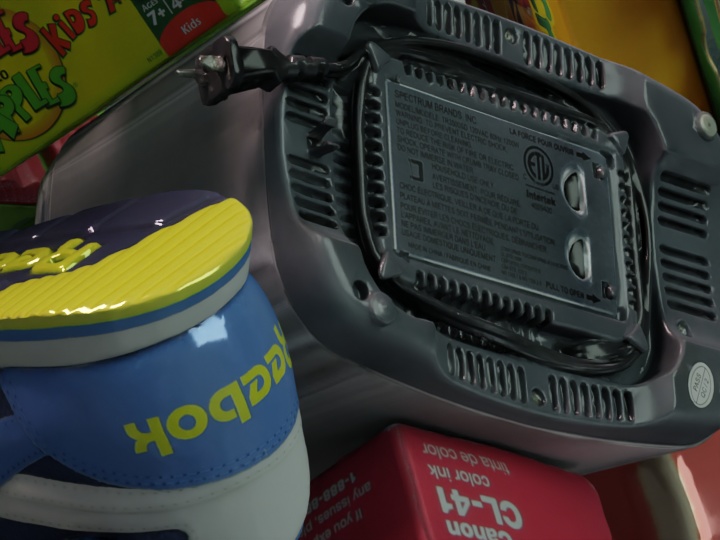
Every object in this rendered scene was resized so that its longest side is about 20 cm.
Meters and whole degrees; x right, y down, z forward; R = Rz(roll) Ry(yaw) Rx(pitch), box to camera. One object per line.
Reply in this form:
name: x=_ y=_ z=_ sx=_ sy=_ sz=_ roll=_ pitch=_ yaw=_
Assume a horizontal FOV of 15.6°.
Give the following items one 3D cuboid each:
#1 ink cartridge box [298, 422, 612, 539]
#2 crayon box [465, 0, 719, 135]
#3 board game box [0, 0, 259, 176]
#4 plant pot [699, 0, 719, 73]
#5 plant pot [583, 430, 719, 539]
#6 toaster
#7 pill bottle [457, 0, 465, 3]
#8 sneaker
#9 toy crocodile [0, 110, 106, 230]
ink cartridge box: x=0.009 y=0.162 z=0.658 sx=0.086 sy=0.148 sz=0.200 roll=23 pitch=41 yaw=-41
crayon box: x=0.078 y=-0.098 z=1.011 sx=0.200 sy=0.051 sz=0.127 roll=42 pitch=-23 yaw=59
board game box: x=-0.039 y=-0.099 z=0.772 sx=0.048 sy=0.102 sz=0.200 roll=56 pitch=32 yaw=-5
plant pot: x=0.154 y=-0.170 z=1.214 sx=0.200 sy=0.196 sz=0.197 roll=28 pitch=38 yaw=-28
plant pot: x=0.109 y=0.095 z=0.862 sx=0.177 sy=0.200 sz=0.201 roll=1 pitch=59 yaw=-45
toaster: x=0.000 y=0.000 z=0.706 sx=0.200 sy=0.129 sz=0.114 roll=14 pitch=62 yaw=-40
pill bottle: x=-0.023 y=-0.142 z=0.973 sx=0.113 sy=0.113 sz=0.200 roll=26 pitch=40 yaw=-43
sneaker: x=-0.088 y=0.036 z=0.625 sx=0.074 sy=0.200 sz=0.082 roll=-38 pitch=111 yaw=-34
toy crocodile: x=-0.113 y=-0.025 z=0.762 sx=0.200 sy=0.062 sz=0.068 roll=-8 pitch=66 yaw=-60
